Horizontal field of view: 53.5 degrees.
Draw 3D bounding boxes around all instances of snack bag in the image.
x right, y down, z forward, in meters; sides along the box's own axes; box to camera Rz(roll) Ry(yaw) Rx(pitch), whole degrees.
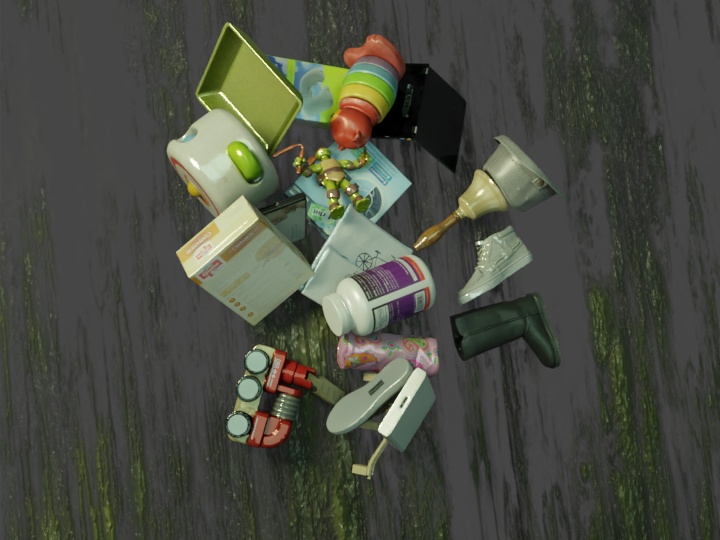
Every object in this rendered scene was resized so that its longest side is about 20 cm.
[{"bbox_3d":[0.000,0.000,1.386,0.188,0.021,0.200,35,81,-27],"label":"snack bag"}]

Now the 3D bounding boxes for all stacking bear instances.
[{"bbox_3d":[0.004,-0.320,1.349,0.114,0.121,0.201,33,67,-28],"label":"stacking bear"}]

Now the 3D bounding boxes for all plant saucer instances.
[{"bbox_3d":[-0.196,-0.320,1.311,0.200,0.200,0.048,48,49,3],"label":"plant saucer"}]

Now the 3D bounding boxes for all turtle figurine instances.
[{"bbox_3d":[-0.059,-0.174,1.345,0.199,0.064,0.162,-10,63,-31],"label":"turtle figurine"}]

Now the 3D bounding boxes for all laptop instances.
[{"bbox_3d":[0.104,-0.312,1.455,0.199,0.116,0.188,5,64,13],"label":"laptop"}]

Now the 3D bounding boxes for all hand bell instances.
[{"bbox_3d":[0.190,-0.105,1.458,0.200,0.104,0.104,-37,95,-2],"label":"hand bell"}]

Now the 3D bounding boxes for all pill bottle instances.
[{"bbox_3d":[0.034,0.051,1.335,0.199,0.112,0.113,-20,90,-22],"label":"pill bottle"}]

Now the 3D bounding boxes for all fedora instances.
[{"bbox_3d":[0.322,-0.183,1.457,0.090,0.177,0.200,-45,133,12],"label":"fedora"}]

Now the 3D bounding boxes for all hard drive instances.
[{"bbox_3d":[0.090,0.264,1.332,0.026,0.200,0.132,29,76,20],"label":"hard drive"}]

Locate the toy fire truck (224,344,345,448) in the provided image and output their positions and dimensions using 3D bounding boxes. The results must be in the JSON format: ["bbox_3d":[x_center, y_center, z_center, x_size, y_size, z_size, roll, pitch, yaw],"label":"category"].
[{"bbox_3d":[-0.131,0.245,1.323,0.199,0.129,0.177,16,81,-3],"label":"toy fire truck"}]

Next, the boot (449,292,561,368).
[{"bbox_3d":[0.294,0.145,1.457,0.199,0.066,0.165,-15,80,-19],"label":"boot"}]

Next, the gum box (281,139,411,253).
[{"bbox_3d":[-0.026,-0.159,1.414,0.170,0.045,0.200,44,75,-7],"label":"gum box"}]

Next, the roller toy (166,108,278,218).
[{"bbox_3d":[-0.251,-0.181,1.288,0.140,0.200,0.182,-41,70,-13],"label":"roller toy"}]

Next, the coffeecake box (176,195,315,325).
[{"bbox_3d":[-0.198,-0.012,1.262,0.153,0.200,0.073,-40,51,2],"label":"coffeecake box"}]

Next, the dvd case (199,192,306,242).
[{"bbox_3d":[-0.192,-0.067,1.315,0.199,0.143,0.018,-22,67,-15],"label":"dvd case"}]

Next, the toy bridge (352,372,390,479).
[{"bbox_3d":[0.029,0.300,1.376,0.067,0.027,0.201,2,81,27],"label":"toy bridge"}]

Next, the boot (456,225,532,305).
[{"bbox_3d":[0.256,-0.013,1.468,0.200,0.074,0.096,-32,87,-23],"label":"boot"}]

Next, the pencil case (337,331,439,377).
[{"bbox_3d":[0.056,0.159,1.388,0.199,0.087,0.088,7,83,-14],"label":"pencil case"}]

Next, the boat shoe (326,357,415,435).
[{"bbox_3d":[0.027,0.245,1.337,0.200,0.069,0.057,-39,129,4],"label":"boat shoe"}]

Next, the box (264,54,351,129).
[{"bbox_3d":[-0.121,-0.348,1.406,0.199,0.048,0.123,5,83,-15],"label":"box"}]
